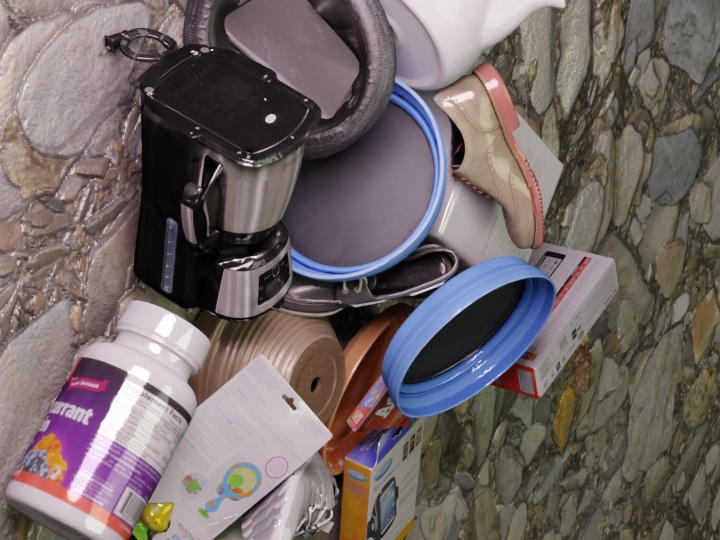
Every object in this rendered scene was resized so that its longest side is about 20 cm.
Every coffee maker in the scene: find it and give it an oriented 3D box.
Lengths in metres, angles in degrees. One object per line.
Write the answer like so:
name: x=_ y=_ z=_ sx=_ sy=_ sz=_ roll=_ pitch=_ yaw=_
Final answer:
coffee maker: x=-0.131 y=-0.082 z=1.364 sx=0.134 sy=0.192 sz=0.201 roll=-19 pitch=142 yaw=-28

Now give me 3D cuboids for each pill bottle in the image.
pill bottle: x=-0.209 y=0.131 z=1.358 sx=0.201 sy=0.111 sz=0.111 roll=-63 pitch=145 yaw=-19

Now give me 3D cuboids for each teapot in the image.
teapot: x=0.051 y=-0.276 z=1.464 sx=0.200 sy=0.197 sz=0.146 roll=47 pitch=70 yaw=-24

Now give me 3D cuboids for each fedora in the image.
fedora: x=-0.059 y=-0.200 z=1.426 sx=0.092 sy=0.199 sz=0.202 roll=-50 pitch=149 yaw=-79

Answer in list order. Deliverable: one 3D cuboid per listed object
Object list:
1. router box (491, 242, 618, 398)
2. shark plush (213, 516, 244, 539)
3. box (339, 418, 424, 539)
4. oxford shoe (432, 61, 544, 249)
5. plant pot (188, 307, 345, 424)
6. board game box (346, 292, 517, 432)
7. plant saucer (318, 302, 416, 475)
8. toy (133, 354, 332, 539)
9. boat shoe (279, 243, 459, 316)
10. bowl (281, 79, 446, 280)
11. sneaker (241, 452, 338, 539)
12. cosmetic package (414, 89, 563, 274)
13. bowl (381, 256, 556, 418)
router box: x=0.176 y=0.045 z=1.847 sx=0.200 sy=0.179 sz=0.049 roll=-48 pitch=138 yaw=-35
shark plush: x=-0.152 y=0.288 z=1.553 sx=0.200 sy=0.091 sz=0.083 roll=-41 pitch=165 yaw=-50
box: x=0.023 y=0.243 z=1.788 sx=0.119 sy=0.041 sz=0.201 roll=-41 pitch=142 yaw=-47
oxford shoe: x=0.122 y=-0.100 z=1.527 sx=0.075 sy=0.070 sz=0.201 roll=-25 pitch=116 yaw=-7
plant pot: x=-0.079 y=0.101 z=1.563 sx=0.201 sy=0.092 sz=0.202 roll=-28 pitch=125 yaw=-50
board game box: x=0.074 y=0.090 z=1.651 sx=0.103 sy=0.019 sz=0.200 roll=1 pitch=132 yaw=-49
plant saucer: x=0.004 y=0.125 z=1.713 sx=0.200 sy=0.032 sz=0.201 roll=-50 pitch=156 yaw=-32
toy: x=-0.139 y=0.175 z=1.483 sx=0.200 sy=0.047 sz=0.115 roll=-42 pitch=116 yaw=-5
boat shoe: x=0.000 y=0.000 z=1.522 sx=0.199 sy=0.063 sz=0.073 roll=-3 pitch=76 yaw=-16
bowl: x=-0.014 y=-0.087 z=1.477 sx=0.039 sy=0.200 sz=0.202 roll=32 pitch=75 yaw=-68
sneaker: x=-0.056 y=0.228 z=1.552 sx=0.075 sy=0.082 sz=0.200 roll=-43 pitch=-173 yaw=21
cosmetic package: x=0.084 y=-0.091 z=1.664 sx=0.200 sy=0.167 sz=0.167 roll=37 pitch=72 yaw=-56
bowl: x=0.106 y=0.065 z=1.588 sx=0.200 sy=0.039 sz=0.201 roll=-30 pitch=152 yaw=-18
